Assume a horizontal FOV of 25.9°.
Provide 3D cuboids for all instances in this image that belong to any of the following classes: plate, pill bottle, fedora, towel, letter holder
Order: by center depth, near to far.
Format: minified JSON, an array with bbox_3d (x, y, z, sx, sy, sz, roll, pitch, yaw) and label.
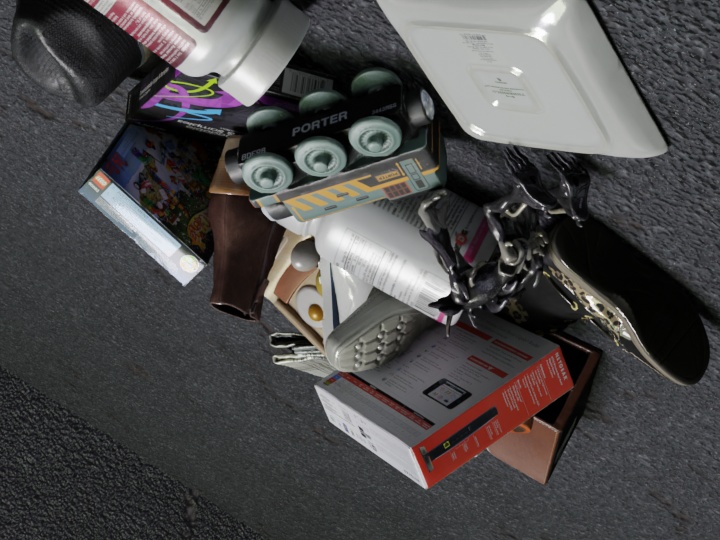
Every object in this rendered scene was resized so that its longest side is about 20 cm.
[{"bbox_3d":[0.117,-0.152,1.214,0.198,0.033,0.200,13,154,41],"label":"plate"},{"bbox_3d":[-0.146,-0.229,1.276,0.199,0.110,0.109,36,159,-15],"label":"pill bottle"},{"bbox_3d":[0.027,-0.042,1.480,0.199,0.114,0.114,28,160,4],"label":"pill bottle"},{"bbox_3d":[-0.274,-0.222,1.492,0.199,0.092,0.201,25,160,10],"label":"fedora"},{"bbox_3d":[0.172,0.135,1.727,0.141,0.101,0.200,27,160,13],"label":"letter holder"},{"bbox_3d":[0.010,0.108,1.842,0.190,0.035,0.200,0,166,24],"label":"towel"}]

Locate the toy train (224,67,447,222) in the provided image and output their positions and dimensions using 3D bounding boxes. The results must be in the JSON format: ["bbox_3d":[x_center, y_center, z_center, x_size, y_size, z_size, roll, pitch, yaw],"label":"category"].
[{"bbox_3d":[-0.018,-0.100,1.371,0.198,0.086,0.114,-17,137,20],"label":"toy train"}]

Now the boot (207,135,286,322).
[{"bbox_3d":[-0.104,-0.033,1.545,0.071,0.169,0.200,3,173,17],"label":"boot"}]

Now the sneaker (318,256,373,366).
[{"bbox_3d":[0.000,0.000,1.601,0.079,0.076,0.202,-2,109,11],"label":"sneaker"}]

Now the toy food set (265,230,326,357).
[{"bbox_3d":[-0.033,0.044,1.690,0.200,0.060,0.144,45,127,11],"label":"toy food set"}]

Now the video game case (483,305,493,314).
[{"bbox_3d":[0.076,0.088,1.683,0.142,0.018,0.202,18,118,32],"label":"video game case"}]

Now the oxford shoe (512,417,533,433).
[{"bbox_3d":[0.109,0.120,1.627,0.199,0.074,0.071,6,162,45],"label":"oxford shoe"}]

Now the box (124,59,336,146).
[{"bbox_3d":[-0.125,-0.158,1.457,0.141,0.037,0.200,12,168,-22],"label":"box"}]

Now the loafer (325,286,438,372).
[{"bbox_3d":[0.035,0.035,1.546,0.070,0.199,0.070,36,139,31],"label":"loafer"}]

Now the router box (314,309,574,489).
[{"bbox_3d":[0.077,0.111,1.513,0.200,0.178,0.049,26,144,59],"label":"router box"}]

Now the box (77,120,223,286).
[{"bbox_3d":[-0.187,-0.090,1.546,0.136,0.201,0.038,42,119,-14],"label":"box"}]

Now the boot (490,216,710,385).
[{"bbox_3d":[0.219,0.036,1.461,0.200,0.074,0.150,40,157,-15],"label":"boot"}]

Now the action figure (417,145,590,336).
[{"bbox_3d":[0.118,-0.030,1.359,0.200,0.118,0.103,-54,52,46],"label":"action figure"}]
